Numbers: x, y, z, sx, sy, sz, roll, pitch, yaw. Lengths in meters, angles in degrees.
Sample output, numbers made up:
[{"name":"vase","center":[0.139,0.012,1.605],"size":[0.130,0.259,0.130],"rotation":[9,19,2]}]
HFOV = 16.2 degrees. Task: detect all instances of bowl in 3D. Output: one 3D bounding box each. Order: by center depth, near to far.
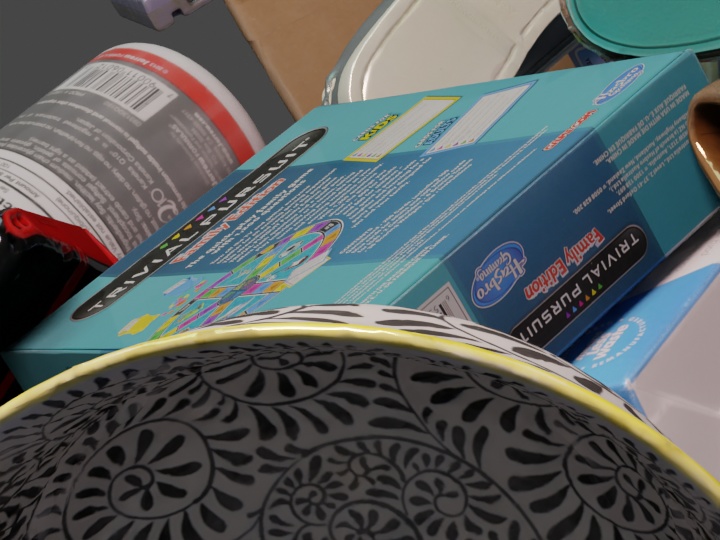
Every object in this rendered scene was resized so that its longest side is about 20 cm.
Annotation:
[{"name":"bowl","center":[0.000,0.080,0.526],"size":[0.201,0.201,0.094],"rotation":[-23,20,18]}]

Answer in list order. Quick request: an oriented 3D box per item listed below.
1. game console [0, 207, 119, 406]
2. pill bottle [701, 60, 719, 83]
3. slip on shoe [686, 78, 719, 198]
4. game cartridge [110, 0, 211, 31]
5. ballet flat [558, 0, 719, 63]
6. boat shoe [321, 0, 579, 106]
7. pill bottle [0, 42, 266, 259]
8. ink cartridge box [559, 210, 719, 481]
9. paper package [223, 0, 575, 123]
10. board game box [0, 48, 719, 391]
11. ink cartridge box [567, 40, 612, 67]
[{"name":"game console","center":[-0.155,0.068,0.860],"size":[0.200,0.031,0.177],"rotation":[-57,-8,0]},{"name":"pill bottle","center":[0.205,-0.069,0.774],"size":[0.200,0.111,0.111],"rotation":[-10,26,45]},{"name":"slip on shoe","center":[0.140,0.006,0.647],"size":[0.061,0.076,0.200],"rotation":[-5,42,-11]},{"name":"game cartridge","center":[-0.079,-0.234,1.770],"size":[0.200,0.038,0.130],"rotation":[-32,22,-10]},{"name":"ballet flat","center":[0.150,-0.123,0.743],"size":[0.200,0.076,0.064],"rotation":[-30,9,20]},{"name":"boat shoe","center":[0.052,-0.105,0.945],"size":[0.200,0.073,0.062],"rotation":[-48,6,-27]},{"name":"pill bottle","center":[-0.138,-0.003,1.098],"size":[0.116,0.116,0.200],"rotation":[-7,29,49]},{"name":"ink cartridge box","center":[0.042,0.042,0.785],"size":[0.200,0.067,0.116],"rotation":[-12,24,42]},{"name":"paper package","center":[0.041,-0.146,1.097],"size":[0.200,0.191,0.103],"rotation":[-29,18,3]},{"name":"board game box","center":[0.000,0.000,0.774],"size":[0.151,0.047,0.200],"rotation":[-40,19,-28]},{"name":"ink cartridge box","center":[0.194,-0.117,0.951],"size":[0.200,0.076,0.136],"rotation":[-13,27,46]}]
